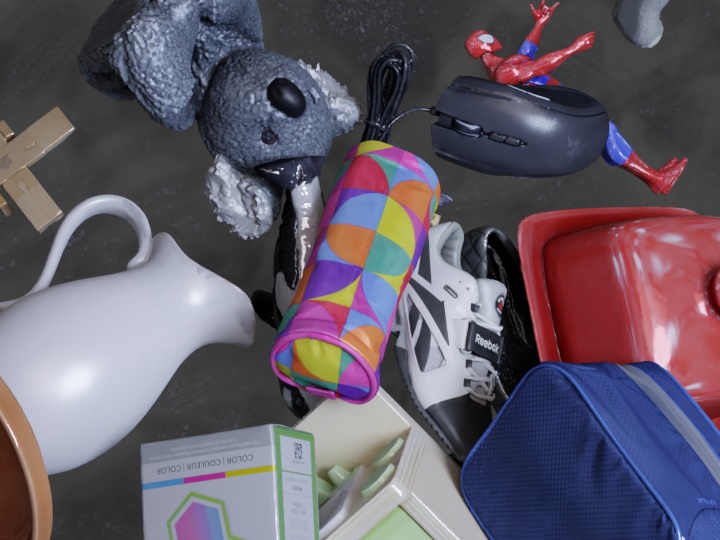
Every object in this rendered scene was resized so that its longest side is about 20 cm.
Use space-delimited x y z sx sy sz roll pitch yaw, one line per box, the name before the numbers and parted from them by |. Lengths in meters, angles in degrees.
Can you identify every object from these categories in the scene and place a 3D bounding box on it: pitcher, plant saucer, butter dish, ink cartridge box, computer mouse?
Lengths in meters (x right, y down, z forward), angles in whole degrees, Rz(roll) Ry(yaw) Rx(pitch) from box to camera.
pitcher | -0.202 0.041 1.086 0.200 0.122 0.172 -34 65 -27
plant saucer | -0.277 0.119 1.012 0.201 0.200 0.032 52 43 5
butter dish | 0.238 0.032 1.125 0.199 0.148 0.201 -3 75 -30
ink cartridge box | -0.081 0.206 0.978 0.103 0.059 0.201 -11 74 26
computer mouse | 0.090 -0.084 1.166 0.199 0.046 0.141 13 115 -13

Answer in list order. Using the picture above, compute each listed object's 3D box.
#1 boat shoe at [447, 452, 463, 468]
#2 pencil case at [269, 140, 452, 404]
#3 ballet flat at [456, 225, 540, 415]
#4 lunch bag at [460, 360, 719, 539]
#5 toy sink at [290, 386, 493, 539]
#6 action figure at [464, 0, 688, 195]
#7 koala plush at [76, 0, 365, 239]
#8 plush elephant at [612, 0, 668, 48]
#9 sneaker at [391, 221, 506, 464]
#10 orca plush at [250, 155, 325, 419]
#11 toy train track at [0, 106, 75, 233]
boat shoe | 0.089 0.169 1.128 0.199 0.071 0.064 13 41 1
pencil case | 0.000 0.000 1.073 0.088 0.089 0.201 25 51 -3
ballet flat | 0.121 0.061 1.159 0.066 0.057 0.201 -23 83 -16
lunch bag | 0.173 0.151 1.007 0.132 0.136 0.200 4 41 -40
toy sink | 0.017 0.193 1.041 0.130 0.112 0.200 -42 94 17
action figure | 0.181 -0.153 1.216 0.199 0.065 0.099 30 92 -2
koala plush | -0.095 -0.141 1.137 0.200 0.183 0.178 44 67 -19
plush elephant | 0.265 -0.317 1.237 0.154 0.200 0.165 -30 75 -34
sneaker | 0.073 0.049 1.108 0.088 0.074 0.201 -29 62 17
orca plush | -0.059 0.018 1.125 0.071 0.105 0.201 -3 111 26
toy train track | -0.291 -0.108 1.144 0.115 0.033 0.200 -38 79 -9
